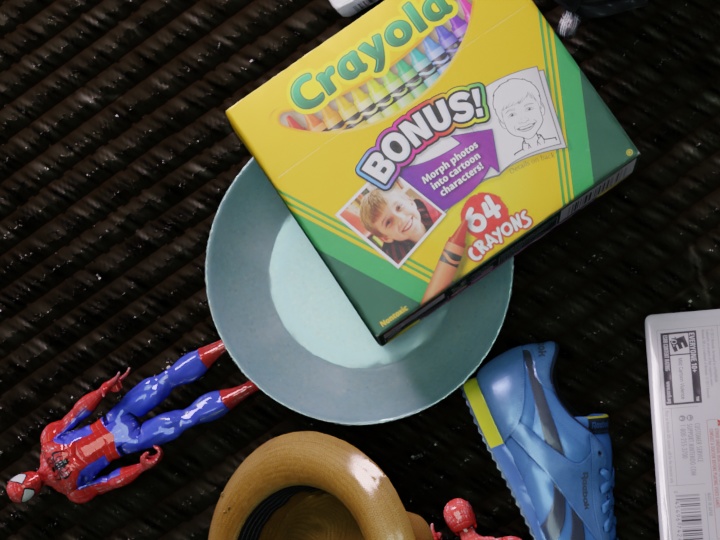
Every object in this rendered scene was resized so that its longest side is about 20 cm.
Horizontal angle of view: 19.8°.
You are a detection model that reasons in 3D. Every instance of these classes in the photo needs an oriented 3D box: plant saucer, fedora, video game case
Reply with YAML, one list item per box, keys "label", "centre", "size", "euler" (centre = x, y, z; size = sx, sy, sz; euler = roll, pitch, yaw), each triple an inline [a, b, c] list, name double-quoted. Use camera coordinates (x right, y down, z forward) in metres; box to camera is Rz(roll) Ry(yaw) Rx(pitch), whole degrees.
- label: "plant saucer"
  centre: [0.000, 0.000, 1.339]
  size: [0.199, 0.039, 0.203]
  euler: [0, 83, 4]
- label: "fedora"
  centre: [-0.014, 0.195, 1.304]
  size: [0.200, 0.081, 0.203]
  euler: [3, 94, 46]
- label: "video game case"
  centre: [0.271, 0.112, 1.263]
  size: [0.180, 0.024, 0.202]
  euler: [-5, 60, 9]

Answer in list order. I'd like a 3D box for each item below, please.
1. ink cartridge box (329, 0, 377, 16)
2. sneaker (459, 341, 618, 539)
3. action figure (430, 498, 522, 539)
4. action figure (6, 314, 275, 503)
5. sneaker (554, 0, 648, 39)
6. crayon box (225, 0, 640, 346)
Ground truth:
- label: "ink cartridge box"
  centre: [0.010, -0.291, 1.346]
  size: [0.162, 0.057, 0.201]
  euler: [-29, 89, 8]
- label: "sneaker"
  centre: [0.137, 0.141, 1.307]
  size: [0.078, 0.066, 0.201]
  euler: [-26, 85, 4]
- label: "action figure"
  centre: [0.099, 0.222, 1.319]
  size: [0.065, 0.099, 0.201]
  euler: [-25, 107, 5]
- label: "action figure"
  centre: [-0.150, 0.101, 1.366]
  size: [0.199, 0.052, 0.066]
  euler: [-31, 88, 10]
- label: "sneaker"
  centre: [0.161, -0.238, 1.308]
  size: [0.075, 0.114, 0.201]
  euler: [18, 56, 26]
- label: "crayon box"
  centre: [0.045, -0.081, 1.296]
  size: [0.199, 0.058, 0.173]
  euler: [-34, 81, -2]
